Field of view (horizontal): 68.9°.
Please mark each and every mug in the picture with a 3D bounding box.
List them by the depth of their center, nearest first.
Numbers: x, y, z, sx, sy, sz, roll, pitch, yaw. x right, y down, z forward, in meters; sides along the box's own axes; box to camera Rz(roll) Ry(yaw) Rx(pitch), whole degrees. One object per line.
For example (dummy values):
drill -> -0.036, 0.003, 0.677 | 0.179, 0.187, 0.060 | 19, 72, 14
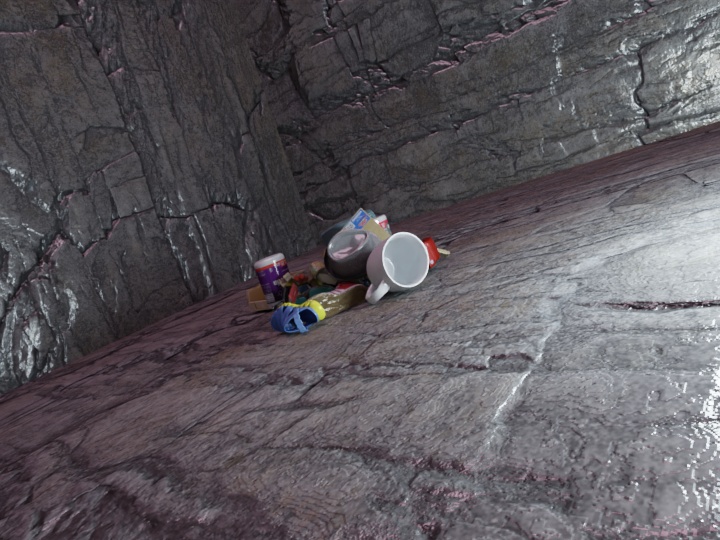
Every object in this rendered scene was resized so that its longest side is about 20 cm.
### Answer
mug -> 0.078, 0.006, 1.476 | 0.202, 0.147, 0.175 | -56, 12, -21

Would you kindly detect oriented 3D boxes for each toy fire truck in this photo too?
toy fire truck -> 0.200, -0.051, 1.646 | 0.198, 0.131, 0.175 | -35, 13, -23

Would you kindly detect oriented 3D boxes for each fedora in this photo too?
fedora -> -0.025, -0.066, 1.586 | 0.195, 0.180, 0.091 | -21, -31, -1

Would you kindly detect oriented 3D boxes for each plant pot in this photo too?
plant pot -> -0.005, -0.115, 1.955 | 0.192, 0.200, 0.200 | -26, -3, -23

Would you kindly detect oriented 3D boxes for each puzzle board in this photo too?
puzzle board -> -0.010, -0.074, 1.668 | 0.201, 0.150, 0.017 | -48, -11, 0

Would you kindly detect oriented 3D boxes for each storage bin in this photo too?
storage bin -> -0.335, 0.086, 2.115 | 0.196, 0.096, 0.198 | -26, 10, -36

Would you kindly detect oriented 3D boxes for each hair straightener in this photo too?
hair straightener -> -0.241, 0.120, 1.641 | 0.075, 0.041, 0.202 | -25, 32, 17

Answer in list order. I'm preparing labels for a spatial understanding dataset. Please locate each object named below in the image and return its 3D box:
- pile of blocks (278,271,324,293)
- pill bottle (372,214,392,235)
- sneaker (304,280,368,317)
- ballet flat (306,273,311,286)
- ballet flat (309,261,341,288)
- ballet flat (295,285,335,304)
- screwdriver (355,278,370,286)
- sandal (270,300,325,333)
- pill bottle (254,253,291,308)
pile of blocks -> -0.174, 0.041, 1.732 | 0.193, 0.085, 0.062 | -6, -10, -1
pill bottle -> 0.064, -0.072, 1.745 | 0.108, 0.205, 0.111 | -19, 7, 3
sneaker -> -0.080, 0.083, 1.549 | 0.195, 0.073, 0.112 | -15, 10, -16
ballet flat -> -0.099, 0.012, 1.830 | 0.198, 0.069, 0.068 | -32, 47, -31
ballet flat -> -0.075, 0.032, 1.690 | 0.197, 0.073, 0.070 | 25, -15, -27
ballet flat -> -0.157, 0.093, 1.707 | 0.195, 0.076, 0.074 | -16, 8, 18
screwdriver -> 0.002, 0.041, 1.647 | 0.029, 0.028, 0.200 | -40, -10, 12
sandal -> -0.191, 0.139, 1.462 | 0.197, 0.081, 0.087 | -19, 20, 42
pill bottle -> -0.287, 0.051, 1.816 | 0.110, 0.205, 0.113 | -19, 8, 3
